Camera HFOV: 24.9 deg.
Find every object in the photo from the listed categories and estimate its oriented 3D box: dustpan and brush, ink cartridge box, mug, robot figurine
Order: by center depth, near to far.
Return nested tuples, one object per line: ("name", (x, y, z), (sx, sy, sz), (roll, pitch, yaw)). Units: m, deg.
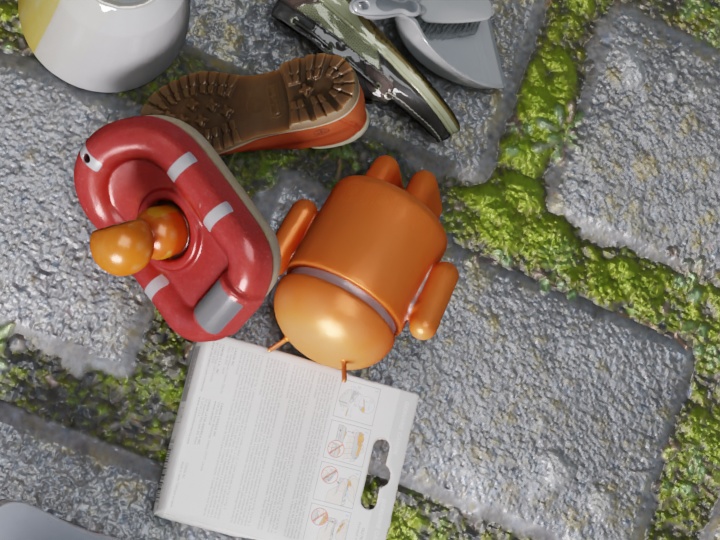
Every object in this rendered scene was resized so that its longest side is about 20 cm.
("mug", (-0.224, -0.240, 1.360), (0.186, 0.153, 0.150), (6, 83, -14))
("robot figurine", (-0.002, 0.000, 1.407), (0.144, 0.117, 0.200), (36, 68, -17))
("ink cartridge box", (-0.064, 0.157, 1.414), (0.199, 0.050, 0.162), (17, 79, -17))
("dustpan and brush", (0.058, -0.228, 1.448), (0.199, 0.057, 0.140), (-8, 83, -36))

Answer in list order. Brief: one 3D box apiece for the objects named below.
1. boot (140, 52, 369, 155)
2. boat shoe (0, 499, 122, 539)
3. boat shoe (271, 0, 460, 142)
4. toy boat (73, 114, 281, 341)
("boot", (-0.089, -0.129, 1.425), (0.199, 0.107, 0.075), (-7, 76, 12))
("boat shoe", (-0.236, 0.241, 1.345), (0.200, 0.065, 0.074), (41, 66, -29))
("boat shoe", (0.004, -0.182, 1.463), (0.066, 0.072, 0.201), (-44, 101, 6))
("toy boat", (-0.169, -0.032, 1.337), (0.200, 0.131, 0.131), (52, 35, 14))
